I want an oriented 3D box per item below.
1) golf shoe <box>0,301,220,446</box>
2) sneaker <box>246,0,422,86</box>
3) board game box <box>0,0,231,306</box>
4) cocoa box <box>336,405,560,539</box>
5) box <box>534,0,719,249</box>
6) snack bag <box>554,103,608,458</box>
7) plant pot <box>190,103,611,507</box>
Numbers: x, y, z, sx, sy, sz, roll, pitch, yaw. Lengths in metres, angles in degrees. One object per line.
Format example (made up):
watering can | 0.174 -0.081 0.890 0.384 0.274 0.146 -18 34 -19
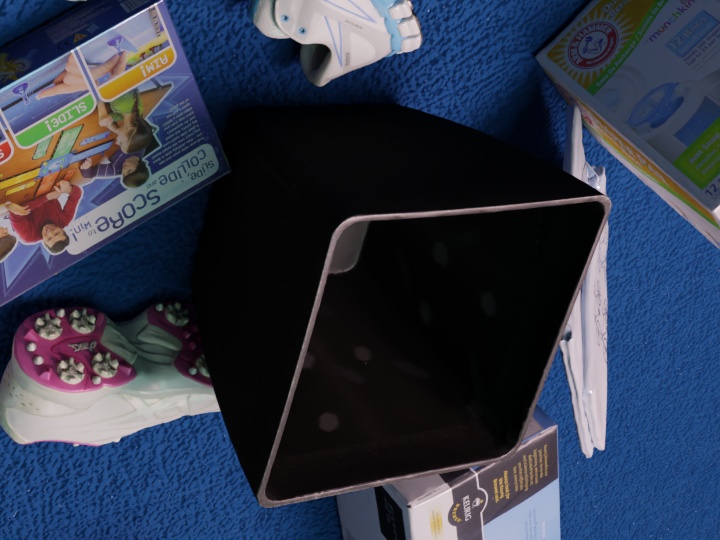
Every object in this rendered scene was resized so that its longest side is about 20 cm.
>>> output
golf shoe | -0.143 0.071 1.026 0.199 0.076 0.092 4 136 -38
sneaker | -0.031 -0.176 0.899 0.086 0.075 0.201 -32 138 -3
board game box | -0.181 -0.061 0.900 0.199 0.034 0.136 -31 137 -12
cocoa box | 0.065 0.171 1.211 0.130 0.133 0.201 -26 136 -19
box | 0.226 -0.105 1.058 0.112 0.200 0.101 -43 138 4
snack bag | 0.158 0.006 1.114 0.021 0.190 0.200 -1 151 13
plant pot | 0.000 0.000 0.987 0.199 0.177 0.201 -7 127 -35
